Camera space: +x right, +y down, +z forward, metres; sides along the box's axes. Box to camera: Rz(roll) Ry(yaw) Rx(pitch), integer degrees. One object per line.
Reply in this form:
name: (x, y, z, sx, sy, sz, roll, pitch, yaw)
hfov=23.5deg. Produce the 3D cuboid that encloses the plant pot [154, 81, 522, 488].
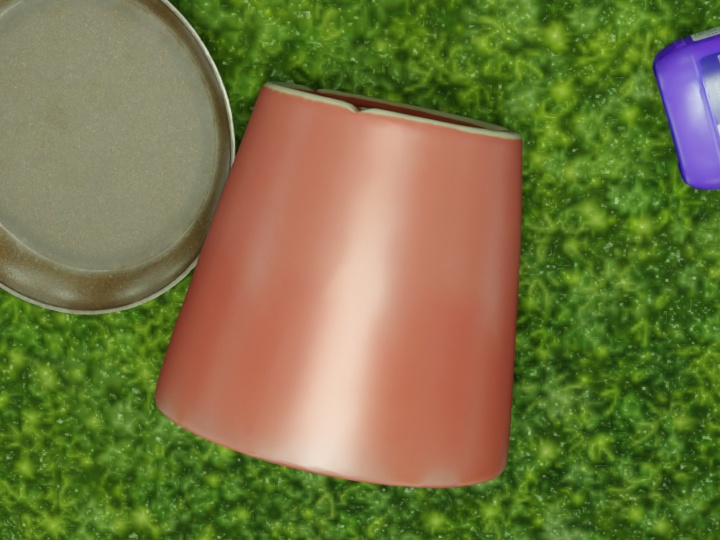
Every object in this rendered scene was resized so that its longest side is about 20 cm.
plant pot: (0.000, 0.000, 0.919, 0.198, 0.200, 0.179, 11, 98, 2)

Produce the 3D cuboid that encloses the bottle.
bottle: (0.258, -0.106, 0.913, 0.198, 0.065, 0.084, -17, 106, 11)

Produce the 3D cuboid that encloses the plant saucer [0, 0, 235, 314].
plant saucer: (-0.159, -0.076, 0.972, 0.198, 0.032, 0.202, 4, 107, 15)
